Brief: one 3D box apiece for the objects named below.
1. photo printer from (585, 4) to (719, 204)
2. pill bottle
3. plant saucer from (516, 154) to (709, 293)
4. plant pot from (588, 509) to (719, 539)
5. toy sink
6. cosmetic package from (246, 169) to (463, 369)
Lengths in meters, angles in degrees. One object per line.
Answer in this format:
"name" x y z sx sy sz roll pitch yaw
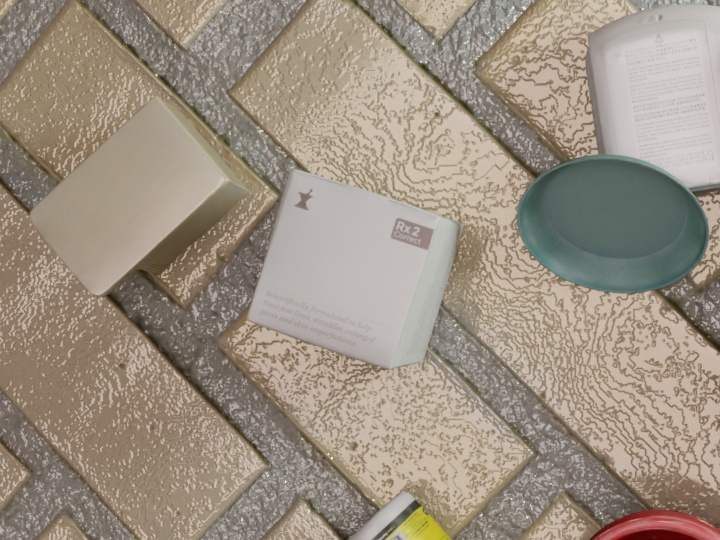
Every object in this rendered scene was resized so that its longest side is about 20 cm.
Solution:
"photo printer" 0.327 -0.178 1.546 0.166 0.069 0.201 -10 87 14
"pill bottle" 0.074 0.347 1.571 0.112 0.112 0.200 -43 81 8
"plant saucer" 0.264 -0.055 1.524 0.199 0.201 0.036 8 49 12
"plant pot" 0.306 0.338 1.485 0.199 0.182 0.202 0 90 12
"toy sink" -0.248 -0.076 1.647 0.200 0.112 0.130 -43 81 3
"cosmetic package" 0.000 0.000 1.547 0.164 0.200 0.166 18 93 12
